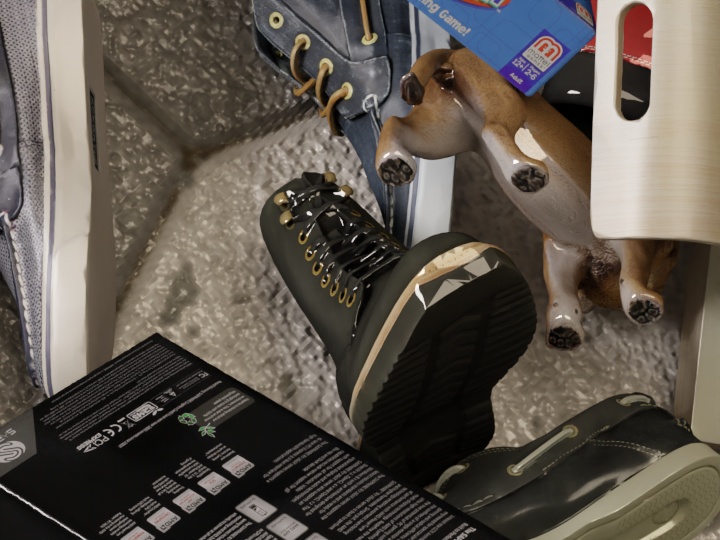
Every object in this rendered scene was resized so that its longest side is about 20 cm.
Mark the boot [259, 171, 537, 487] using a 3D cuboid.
[{"bbox_3d":[0.000,0.000,0.993,0.077,0.200,0.139,-23,70,-17],"label":"boot"}]

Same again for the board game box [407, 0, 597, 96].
[{"bbox_3d":[0.025,-0.181,1.049,0.152,0.045,0.200,35,27,-24],"label":"board game box"}]

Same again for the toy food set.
[{"bbox_3d":[0.174,-0.070,1.044,0.200,0.060,0.144,10,79,-43],"label":"toy food set"}]

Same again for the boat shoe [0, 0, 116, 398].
[{"bbox_3d":[-0.156,-0.034,1.041,0.092,0.075,0.201,-5,69,2],"label":"boat shoe"}]

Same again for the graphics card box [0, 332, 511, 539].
[{"bbox_3d":[-0.045,0.108,0.941,0.200,0.051,0.125,29,38,23],"label":"graphics card box"}]

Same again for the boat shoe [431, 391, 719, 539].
[{"bbox_3d":[0.057,0.112,1.036,0.200,0.072,0.068,-24,51,-19],"label":"boat shoe"}]

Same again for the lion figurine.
[{"bbox_3d":[0.075,-0.043,1.042,0.200,0.072,0.123,52,26,-31],"label":"lion figurine"}]

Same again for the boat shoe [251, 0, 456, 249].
[{"bbox_3d":[-0.005,-0.088,1.108,0.091,0.071,0.201,-1,67,-2],"label":"boat shoe"}]

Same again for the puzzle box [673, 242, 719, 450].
[{"bbox_3d":[0.214,-0.010,1.118,0.133,0.025,0.201,11,81,-16],"label":"puzzle box"}]

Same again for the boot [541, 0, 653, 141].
[{"bbox_3d":[0.186,-0.096,1.164,0.199,0.072,0.145,11,66,-5],"label":"boot"}]
